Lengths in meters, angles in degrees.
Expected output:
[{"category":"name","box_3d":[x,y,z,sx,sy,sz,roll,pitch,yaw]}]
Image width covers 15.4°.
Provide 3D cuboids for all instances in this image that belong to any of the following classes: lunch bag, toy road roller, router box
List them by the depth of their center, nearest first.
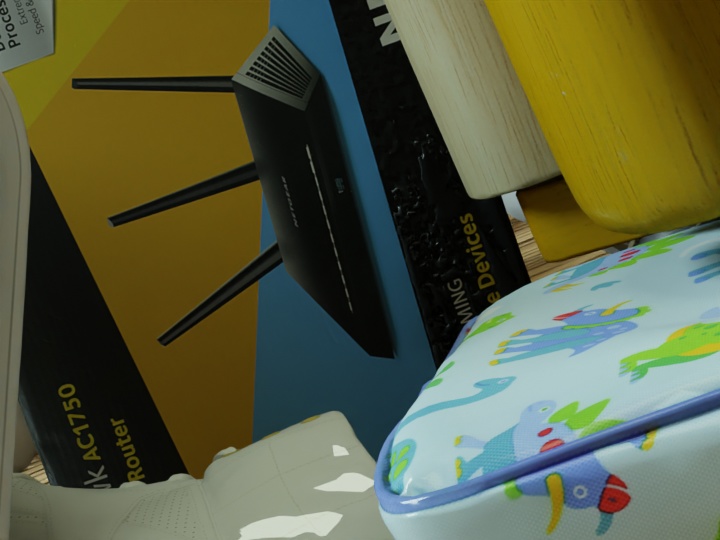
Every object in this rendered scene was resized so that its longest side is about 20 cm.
[{"category":"lunch bag","box_3d":[0.096,0.034,0.568,0.160,0.083,0.200,-19,7,14]},{"category":"toy road roller","box_3d":[0.065,-0.066,0.628,0.199,0.124,0.146,-17,11,45]},{"category":"router box","box_3d":[-0.037,-0.018,0.758,0.148,0.201,0.051,-20,9,0]}]

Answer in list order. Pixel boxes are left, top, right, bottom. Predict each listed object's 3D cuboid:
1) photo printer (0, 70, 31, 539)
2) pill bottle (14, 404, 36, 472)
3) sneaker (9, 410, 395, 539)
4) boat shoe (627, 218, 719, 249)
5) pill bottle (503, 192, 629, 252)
[{"category":"photo printer","box_3d":[-0.144,0.040,0.646,0.069,0.201,0.166,11,-17,-34]},{"category":"pill bottle","box_3d":[-0.181,0.046,0.876,0.199,0.111,0.111,-31,13,-13]},{"category":"sneaker","box_3d":[-0.054,0.078,0.680,0.115,0.074,0.200,-23,21,-26]},{"category":"boat shoe","box_3d":[0.137,-0.022,0.709,0.200,0.073,0.063,-43,12,28]},{"category":"pill bottle","box_3d":[0.121,-0.059,0.885,0.111,0.112,0.200,-26,12,-30]}]
